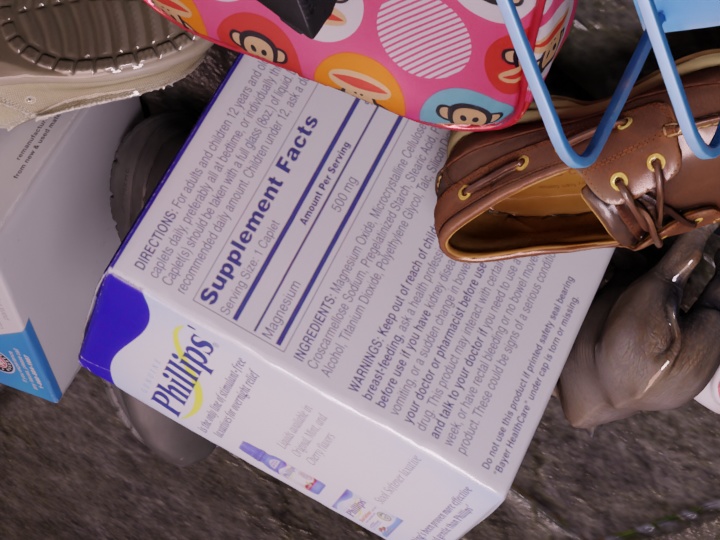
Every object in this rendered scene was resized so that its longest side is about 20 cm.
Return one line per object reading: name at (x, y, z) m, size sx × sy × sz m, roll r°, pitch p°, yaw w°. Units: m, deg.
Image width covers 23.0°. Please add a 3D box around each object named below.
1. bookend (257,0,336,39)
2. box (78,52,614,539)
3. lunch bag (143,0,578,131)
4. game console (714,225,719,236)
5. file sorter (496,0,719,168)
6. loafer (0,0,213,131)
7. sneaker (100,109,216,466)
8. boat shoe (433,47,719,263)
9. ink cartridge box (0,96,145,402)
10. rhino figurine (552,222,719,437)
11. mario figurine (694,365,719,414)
bookend at (0.003, -0.185, 0.544) m, size 0.092 × 0.201 × 0.199 m, roll 35°, pitch -177°, yaw -1°
box at (0.000, 0.000, 0.830) m, size 0.199 × 0.185 × 0.105 m, roll 30°, pitch 150°, yaw -3°
lunch bag at (-0.004, -0.155, 0.707) m, size 0.198 × 0.082 × 0.177 m, roll 22°, pitch 148°, yaw 10°
game console at (0.231, -0.054, 0.719) m, size 0.176 × 0.031 × 0.201 m, roll 23°, pitch 149°, yaw 10°
file sorter at (0.151, -0.118, 0.567) m, size 0.198 × 0.123 × 0.139 m, roll -3°, pitch 129°, yaw 32°
loafer at (-0.162, -0.110, 0.871) m, size 0.198 × 0.076 × 0.068 m, roll -7°, pitch 164°, yaw 6°
sneaker at (-0.089, 0.020, 0.948) m, size 0.090 × 0.076 × 0.202 m, roll 26°, pitch 125°, yaw 43°
boat shoe at (0.118, -0.038, 0.727) m, size 0.199 × 0.068 × 0.072 m, roll -8°, pitch 133°, yaw 33°
ink cartridge box at (-0.233, -0.049, 0.975) m, size 0.198 × 0.145 × 0.148 m, roll 17°, pitch 148°, yaw 19°
rhino figurine at (0.127, 0.035, 0.858) m, size 0.059 × 0.088 × 0.200 m, roll 27°, pitch 164°, yaw -4°
mario figurine at (0.229, 0.055, 0.820) m, size 0.124 × 0.105 × 0.201 m, roll 60°, pitch 152°, yaw 25°
